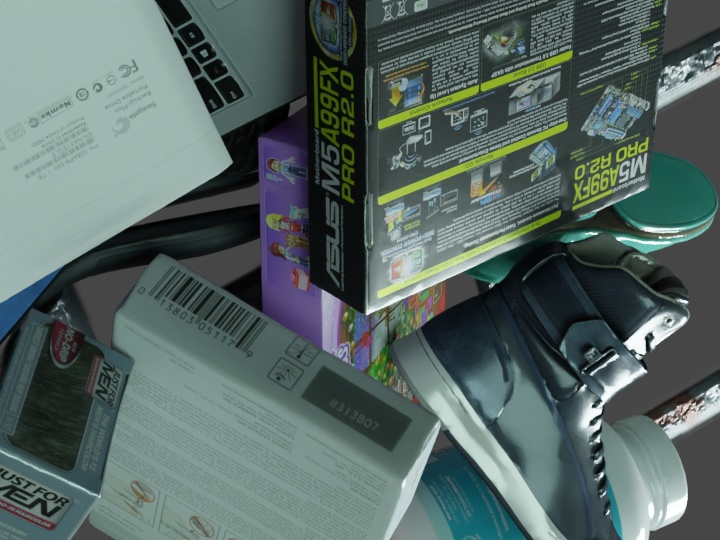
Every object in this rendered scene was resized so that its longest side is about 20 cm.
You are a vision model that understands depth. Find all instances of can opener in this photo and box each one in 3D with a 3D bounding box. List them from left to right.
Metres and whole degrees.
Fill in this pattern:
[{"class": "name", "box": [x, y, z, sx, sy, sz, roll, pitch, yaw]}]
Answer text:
[{"class": "can opener", "box": [-0.132, -0.019, 0.825, 0.199, 0.079, 0.064, -21, 87, -22]}]

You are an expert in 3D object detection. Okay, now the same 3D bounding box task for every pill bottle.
[{"class": "pill bottle", "box": [0.096, 0.149, 1.010, 0.199, 0.111, 0.112, -16, 124, -22]}]

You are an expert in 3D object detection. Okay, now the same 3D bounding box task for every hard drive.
[{"class": "hard drive", "box": [-0.150, -0.097, 0.682, 0.131, 0.027, 0.201, -31, 120, -10]}]

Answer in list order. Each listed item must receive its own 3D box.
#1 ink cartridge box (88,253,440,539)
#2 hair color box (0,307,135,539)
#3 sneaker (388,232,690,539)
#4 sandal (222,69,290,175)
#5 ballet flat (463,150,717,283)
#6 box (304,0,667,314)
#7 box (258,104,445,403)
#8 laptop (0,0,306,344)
[{"class": "ink cartridge box", "box": [-0.057, 0.102, 0.855, 0.057, 0.162, 0.201, -54, 168, -34]}, {"class": "hair color box", "box": [-0.184, 0.125, 0.797, 0.060, 0.099, 0.200, 29, 120, -16]}, {"class": "sneaker", "box": [0.129, 0.075, 0.894, 0.146, 0.077, 0.203, -36, 115, 4]}, {"class": "sandal", "box": [-0.042, -0.143, 0.797, 0.048, 0.075, 0.202, -19, 135, -42]}, {"class": "ballet flat", "box": [0.120, -0.029, 0.951, 0.199, 0.068, 0.070, -6, 150, -43]}, {"class": "box", "box": [0.063, -0.087, 0.792, 0.199, 0.044, 0.161, -24, 128, -34]}, {"class": "box", "box": [0.000, 0.000, 0.872, 0.137, 0.039, 0.202, -41, 139, -49]}, {"class": "laptop", "box": [-0.131, -0.092, 0.714, 0.199, 0.116, 0.188, -24, 122, 19]}]
